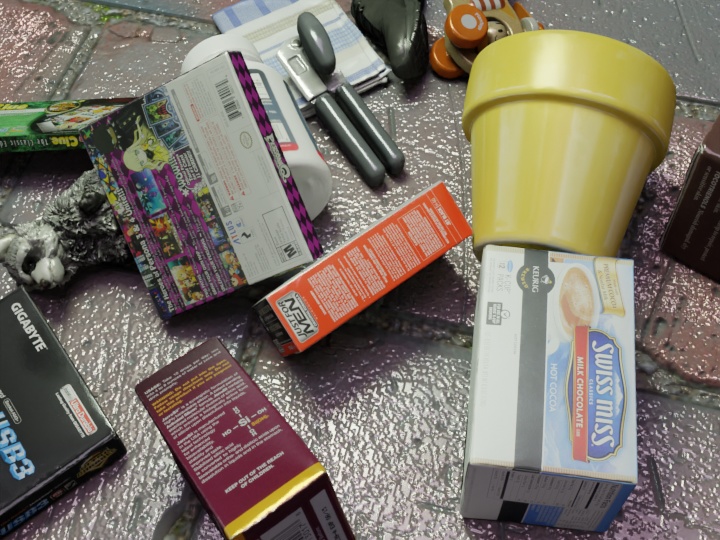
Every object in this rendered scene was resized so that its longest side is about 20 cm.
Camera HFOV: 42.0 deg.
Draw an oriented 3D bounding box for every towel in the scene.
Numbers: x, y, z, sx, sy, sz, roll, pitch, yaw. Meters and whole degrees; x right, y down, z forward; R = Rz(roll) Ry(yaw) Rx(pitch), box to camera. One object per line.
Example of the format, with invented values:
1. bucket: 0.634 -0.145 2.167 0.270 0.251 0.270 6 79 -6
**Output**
1. towel: -0.073 -0.262 1.100 0.146 0.024 0.201 -27 60 -12

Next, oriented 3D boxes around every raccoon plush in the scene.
1. raccoon plush: -0.294 -0.053 0.974 0.132 0.098 0.201 -17 27 9

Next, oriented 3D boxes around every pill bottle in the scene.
1. pill bottle: -0.116 -0.143 0.974 0.118 0.120 0.201 -20 59 -9

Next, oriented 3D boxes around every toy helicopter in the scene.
1. toy helicopter: 0.160 -0.305 1.077 0.131 0.079 0.202 14 67 -8

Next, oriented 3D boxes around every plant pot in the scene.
1. plant pot: 0.186 -0.093 0.894 0.198 0.201 0.191 11 76 10

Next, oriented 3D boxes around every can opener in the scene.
1. can opener: -0.024 -0.182 1.007 0.052 0.067 0.201 -31 78 -14

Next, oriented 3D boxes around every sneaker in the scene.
1. sneaker: 0.033 -0.292 1.092 0.089 0.076 0.202 -7 50 7

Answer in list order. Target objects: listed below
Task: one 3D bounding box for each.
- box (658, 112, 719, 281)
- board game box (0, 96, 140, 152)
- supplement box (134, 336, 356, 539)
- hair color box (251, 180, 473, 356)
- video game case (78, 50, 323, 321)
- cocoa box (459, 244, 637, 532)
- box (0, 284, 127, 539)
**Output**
1. box: 0.416 -0.074 0.871 0.199 0.165 0.166 30 65 20
2. board game box: -0.333 -0.158 1.019 0.197 0.024 0.105 -1 33 10
3. supplement box: -0.094 0.159 0.757 0.085 0.111 0.200 -31 40 -16
4. hair color box: 0.000 0.000 0.883 0.199 0.101 0.062 -33 91 -15
5. video game case: -0.150 -0.074 0.875 0.180 0.036 0.202 -21 96 23
6. cocoa box: 0.159 0.101 0.799 0.129 0.134 0.202 5 59 6
7. box: -0.347 0.142 0.859 0.197 0.050 0.200 -34 63 -15
